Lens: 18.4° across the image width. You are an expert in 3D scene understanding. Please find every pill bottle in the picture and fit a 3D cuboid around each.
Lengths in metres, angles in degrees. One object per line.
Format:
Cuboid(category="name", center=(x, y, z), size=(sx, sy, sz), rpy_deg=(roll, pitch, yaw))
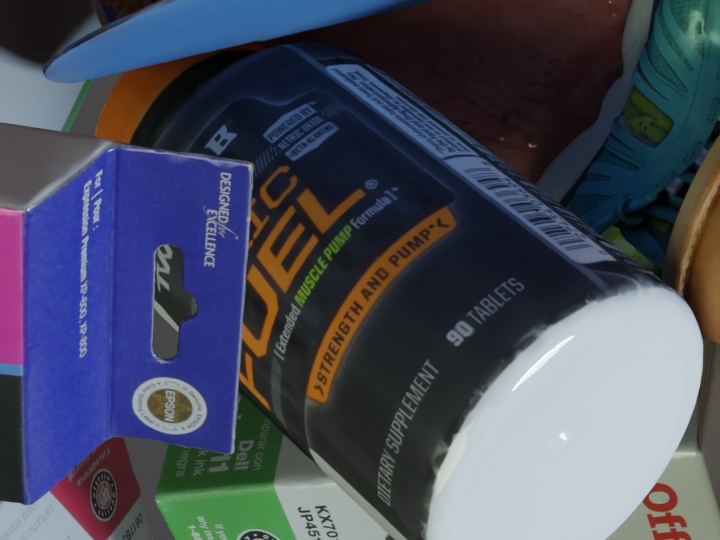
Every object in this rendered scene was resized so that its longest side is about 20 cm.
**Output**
Cuboid(category="pill bottle", center=(0.000, 0.000, 0.676), size=(0.200, 0.106, 0.106), rpy_deg=(40, 147, 37))

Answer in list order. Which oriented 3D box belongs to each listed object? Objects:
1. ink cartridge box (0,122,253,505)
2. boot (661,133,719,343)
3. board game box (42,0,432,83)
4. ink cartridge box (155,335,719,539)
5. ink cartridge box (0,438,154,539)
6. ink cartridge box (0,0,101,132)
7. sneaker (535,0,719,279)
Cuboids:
Cuboid(category="ink cartridge box", center=(-0.128, 0.004, 0.526), size=(0.199, 0.037, 0.095), rpy_deg=(7, 130, 1))
Cuboid(category="boot", center=(0.183, -0.008, 0.588), size=(0.200, 0.155, 0.077), rpy_deg=(-47, 154, 24))
Cuboid(category="board game box", center=(0.006, -0.099, 0.608), size=(0.158, 0.200, 0.039), rpy_deg=(-16, 91, 55))
Cuboid(category="ink cartridge box", center=(0.047, 0.093, 0.817), size=(0.199, 0.083, 0.147), rpy_deg=(-7, 130, 19))
Cuboid(category="ink cartridge box", center=(-0.128, 0.167, 0.844), size=(0.085, 0.148, 0.201), rpy_deg=(-10, 108, 21))
Cuboid(category="ink cartridge box", center=(-0.185, -0.068, 0.683), size=(0.199, 0.146, 0.088), rpy_deg=(-12, 127, 24))
Cuboid(category="sneaker", center=(0.107, -0.035, 0.684), size=(0.077, 0.080, 0.200), rpy_deg=(20, 126, -6))
